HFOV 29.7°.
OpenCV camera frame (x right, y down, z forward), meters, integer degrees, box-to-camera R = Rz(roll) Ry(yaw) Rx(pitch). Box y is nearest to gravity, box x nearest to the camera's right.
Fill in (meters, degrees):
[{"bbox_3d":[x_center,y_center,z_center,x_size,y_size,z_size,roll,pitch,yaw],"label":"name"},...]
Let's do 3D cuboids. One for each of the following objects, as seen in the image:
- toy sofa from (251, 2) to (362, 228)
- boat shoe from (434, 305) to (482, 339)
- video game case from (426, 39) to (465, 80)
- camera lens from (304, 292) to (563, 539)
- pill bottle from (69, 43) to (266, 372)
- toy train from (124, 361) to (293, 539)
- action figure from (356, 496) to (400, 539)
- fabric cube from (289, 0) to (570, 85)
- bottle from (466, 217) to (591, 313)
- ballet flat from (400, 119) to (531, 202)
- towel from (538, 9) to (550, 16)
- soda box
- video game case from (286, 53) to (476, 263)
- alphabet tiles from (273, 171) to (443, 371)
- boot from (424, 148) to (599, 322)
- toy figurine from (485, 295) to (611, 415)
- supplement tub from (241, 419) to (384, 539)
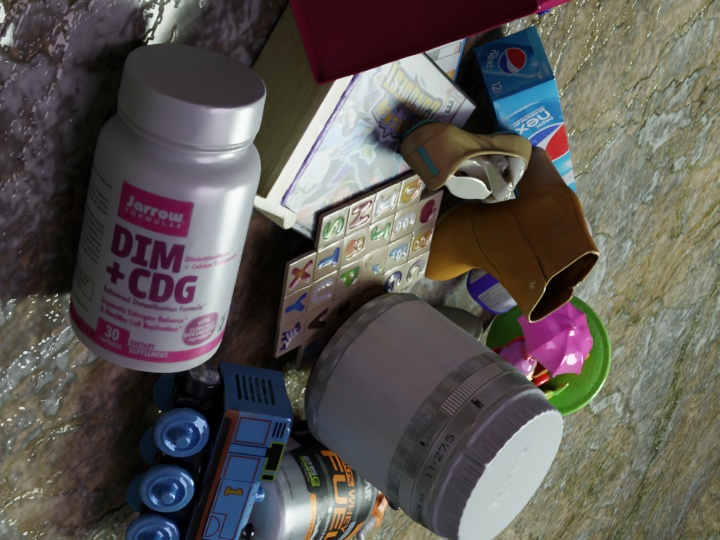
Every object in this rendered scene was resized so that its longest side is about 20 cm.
[{"bbox_3d":[-0.037,-0.138,1.009,0.202,0.082,0.097,-59,151,4],"label":"toy sofa"},{"bbox_3d":[0.073,0.096,1.415,0.201,0.071,0.061,-40,147,-60],"label":"boat shoe"},{"bbox_3d":[0.036,-0.157,1.178,0.142,0.018,0.202,-27,140,-45],"label":"video game case"},{"bbox_3d":[0.060,0.128,1.209,0.159,0.199,0.161,-37,147,-29],"label":"camera lens"},{"bbox_3d":[-0.130,-0.042,0.925,0.113,0.113,0.202,-21,136,-48],"label":"pill bottle"},{"bbox_3d":[-0.129,0.168,1.133,0.113,0.087,0.202,11,117,-15],"label":"toy train"},{"bbox_3d":[0.062,0.192,1.421,0.198,0.195,0.105,-25,131,13],"label":"action figure"},{"bbox_3d":[0.066,-0.256,0.863,0.198,0.195,0.203,-27,103,-42],"label":"fabric cube"},{"bbox_3d":[0.177,-0.013,1.411,0.084,0.065,0.200,-49,-177,-23],"label":"bottle"},{"bbox_3d":[0.103,-0.088,1.205,0.069,0.064,0.199,-40,158,29],"label":"ballet flat"},{"bbox_3d":[0.224,-0.342,1.255,0.200,0.049,0.149,-44,149,-23],"label":"towel"},{"bbox_3d":[0.162,-0.143,1.319,0.063,0.069,0.201,-19,149,5],"label":"soda box"},{"bbox_3d":[0.010,-0.101,1.146,0.182,0.025,0.200,-57,152,2],"label":"video game case"},{"bbox_3d":[0.000,0.000,1.200,0.199,0.006,0.168,-27,140,-41],"label":"alphabet tiles"},{"bbox_3d":[0.137,-0.007,1.308,0.070,0.145,0.201,14,135,-37],"label":"boot"},{"bbox_3d":[0.188,0.092,1.520,0.198,0.151,0.184,-29,166,1],"label":"toy figurine"},{"bbox_3d":[-0.065,0.207,1.281,0.199,0.122,0.124,-5,124,-57],"label":"supplement tub"}]
